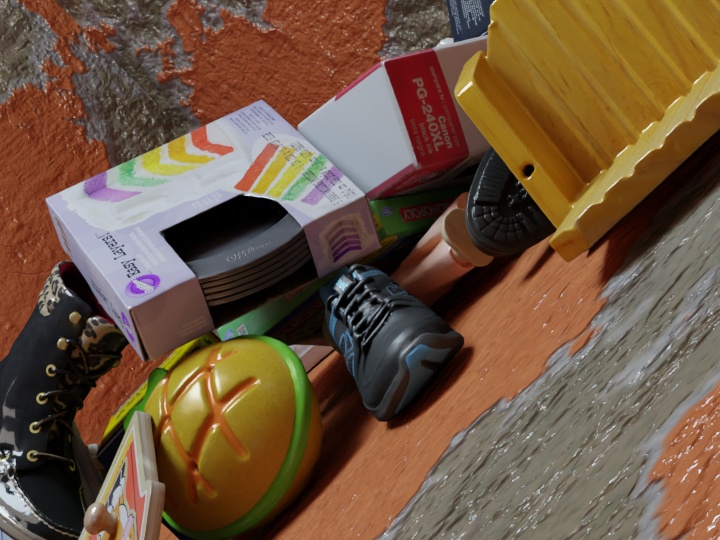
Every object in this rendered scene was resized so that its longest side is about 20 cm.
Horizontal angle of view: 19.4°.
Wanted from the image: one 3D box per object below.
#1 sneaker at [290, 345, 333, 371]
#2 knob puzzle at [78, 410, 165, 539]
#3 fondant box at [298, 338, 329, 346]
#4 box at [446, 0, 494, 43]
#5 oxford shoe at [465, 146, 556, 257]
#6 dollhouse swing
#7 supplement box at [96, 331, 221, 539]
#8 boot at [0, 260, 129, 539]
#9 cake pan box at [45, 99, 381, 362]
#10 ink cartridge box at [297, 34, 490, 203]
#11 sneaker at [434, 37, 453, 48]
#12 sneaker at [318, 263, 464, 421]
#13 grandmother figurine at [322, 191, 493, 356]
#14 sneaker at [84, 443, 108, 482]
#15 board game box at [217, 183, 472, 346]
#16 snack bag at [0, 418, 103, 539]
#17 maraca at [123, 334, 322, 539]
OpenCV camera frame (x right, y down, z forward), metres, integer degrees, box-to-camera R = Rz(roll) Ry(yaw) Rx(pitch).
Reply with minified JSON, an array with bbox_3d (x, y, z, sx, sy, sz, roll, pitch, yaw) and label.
[{"bbox_3d":[-0.051,0.014,1.866,0.200,0.116,0.074,-41,4,29],"label":"sneaker"},{"bbox_3d":[-0.170,0.209,1.304,0.221,0.030,0.220,-90,26,-43],"label":"knob puzzle"},{"bbox_3d":[-0.024,-0.006,1.701,0.144,0.058,0.200,-44,-21,17],"label":"fondant box"},{"bbox_3d":[0.177,-0.249,1.577,0.198,0.125,0.198,-11,-1,-12],"label":"box"},{"bbox_3d":[0.121,-0.060,1.392,0.200,0.072,0.085,-48,-11,-44],"label":"oxford shoe"},{"bbox_3d":[0.143,-0.126,1.172,0.200,0.182,0.175,-43,-15,21],"label":"dollhouse swing"},{"bbox_3d":[-0.119,0.122,1.580,0.110,0.109,0.200,-46,6,0],"label":"supplement box"},{"bbox_3d":[-0.209,0.096,1.470,0.151,0.073,0.200,-57,33,13],"label":"boot"},{"bbox_3d":[-0.104,-0.031,1.465,0.183,0.053,0.200,-27,34,-11],"label":"cake pan box"},{"bbox_3d":[0.077,-0.110,1.522,0.199,0.084,0.145,-16,-8,-30],"label":"ink cartridge box"},{"bbox_3d":[0.091,-0.136,1.676,0.089,0.079,0.200,-4,30,20],"label":"sneaker"},{"bbox_3d":[0.009,0.041,1.338,0.073,0.082,0.200,-43,6,-5],"label":"sneaker"},{"bbox_3d":[0.038,0.009,1.491,0.121,0.061,0.200,-13,-16,-39],"label":"grandmother figurine"},{"bbox_3d":[-0.195,0.226,1.610,0.074,0.116,0.201,-17,-32,-2],"label":"sneaker"},{"bbox_3d":[0.000,0.000,1.565,0.134,0.029,0.200,-14,-18,-45],"label":"board game box"},{"bbox_3d":[-0.237,0.225,1.517,0.189,0.021,0.201,-50,45,19],"label":"snack bag"},{"bbox_3d":[-0.100,0.112,1.394,0.199,0.107,0.138,-13,60,47],"label":"maraca"}]
